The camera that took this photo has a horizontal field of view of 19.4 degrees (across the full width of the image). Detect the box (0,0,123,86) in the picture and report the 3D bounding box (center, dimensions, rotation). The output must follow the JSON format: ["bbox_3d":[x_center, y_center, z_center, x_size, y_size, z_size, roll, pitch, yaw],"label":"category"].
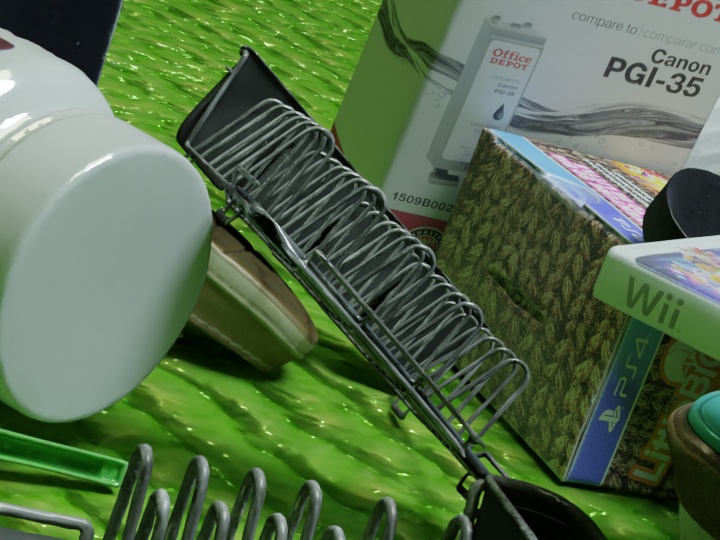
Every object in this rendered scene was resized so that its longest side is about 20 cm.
[{"bbox_3d":[-0.245,-0.142,0.988,0.200,0.104,0.182,5,20,-43],"label":"box"}]

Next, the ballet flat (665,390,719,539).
[{"bbox_3d":[0.159,0.083,0.783,0.068,0.072,0.200,45,25,24],"label":"ballet flat"}]

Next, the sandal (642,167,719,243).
[{"bbox_3d":[0.200,0.020,0.797,0.200,0.043,0.076,27,37,-13],"label":"sandal"}]

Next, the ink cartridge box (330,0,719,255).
[{"bbox_3d":[0.078,-0.084,0.977,0.146,0.200,0.083,11,31,-21],"label":"ink cartridge box"}]

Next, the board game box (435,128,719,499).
[{"bbox_3d":[0.152,0.028,0.915,0.199,0.097,0.159,12,17,-26],"label":"board game box"}]

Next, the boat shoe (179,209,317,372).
[{"bbox_3d":[-0.108,-0.017,0.823,0.200,0.063,0.073,36,6,-5],"label":"boat shoe"}]

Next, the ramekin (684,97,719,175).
[{"bbox_3d":[0.127,-0.087,1.111,0.202,0.203,0.094,31,32,33],"label":"ramekin"}]

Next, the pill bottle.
[{"bbox_3d":[-0.153,-0.034,0.711,0.200,0.115,0.114,28,17,32],"label":"pill bottle"}]

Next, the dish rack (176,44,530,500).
[{"bbox_3d":[0.000,0.000,0.764,0.153,0.055,0.200,48,-1,-16],"label":"dish rack"}]

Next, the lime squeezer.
[{"bbox_3d":[-0.138,0.038,0.595,0.070,0.038,0.200,-4,-12,19],"label":"lime squeezer"}]

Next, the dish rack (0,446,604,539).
[{"bbox_3d":[-0.015,0.096,0.530,0.199,0.055,0.153,13,16,-20],"label":"dish rack"}]

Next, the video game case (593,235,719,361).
[{"bbox_3d":[0.181,0.038,0.590,0.200,0.018,0.143,28,18,29],"label":"video game case"}]
